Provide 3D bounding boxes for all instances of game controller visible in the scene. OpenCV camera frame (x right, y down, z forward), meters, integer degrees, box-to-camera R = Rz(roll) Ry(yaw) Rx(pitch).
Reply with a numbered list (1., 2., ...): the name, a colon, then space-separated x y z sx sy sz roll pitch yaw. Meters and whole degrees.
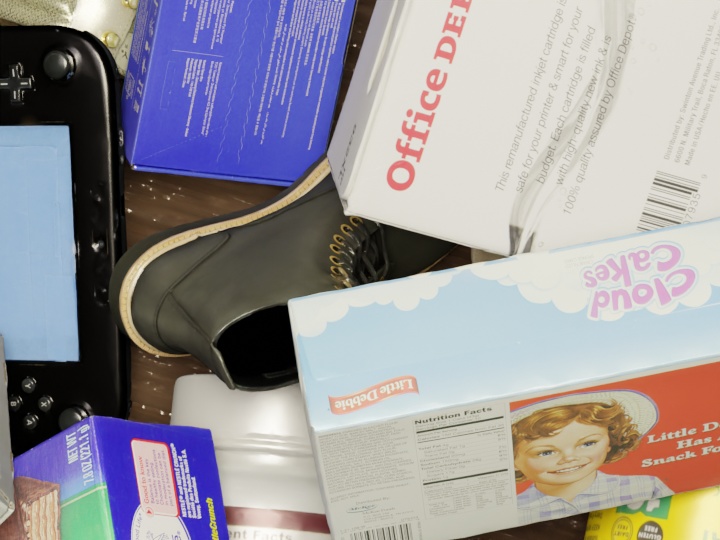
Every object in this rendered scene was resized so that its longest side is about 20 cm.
1. game controller: -0.159 -0.013 1.304 0.104 0.042 0.201 -1 97 9

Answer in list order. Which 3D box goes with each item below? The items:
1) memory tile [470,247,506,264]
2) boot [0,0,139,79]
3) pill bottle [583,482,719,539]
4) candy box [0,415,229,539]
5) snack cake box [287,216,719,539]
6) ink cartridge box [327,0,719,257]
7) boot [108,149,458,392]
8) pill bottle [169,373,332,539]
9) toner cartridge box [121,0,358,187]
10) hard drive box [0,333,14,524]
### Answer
1. memory tile: 0.161 -0.039 1.286 0.199 0.017 0.154 15 104 -10
2. boot: -0.083 -0.163 1.337 0.199 0.072 0.156 16 83 7
3. pill bottle: 0.145 0.174 1.247 0.112 0.113 0.201 12 82 5
4. candy box: -0.142 0.176 1.214 0.200 0.077 0.170 -30 61 38
5. snack cake box: 0.076 0.049 1.162 0.199 0.115 0.067 -11 56 -2
6. ink cartridge box: 0.101 -0.077 1.215 0.199 0.084 0.146 15 105 -11
7. boot: 0.000 0.000 1.253 0.199 0.138 0.078 -28 110 -15
8. pill bottle: -0.046 0.152 1.260 0.113 0.114 0.201 5 81 4
9. toner cartridge box: -0.048 -0.142 1.286 0.094 0.043 0.201 5 111 -20
10. hard drive box: -0.247 0.109 1.227 0.200 0.156 0.077 -44 115 13
